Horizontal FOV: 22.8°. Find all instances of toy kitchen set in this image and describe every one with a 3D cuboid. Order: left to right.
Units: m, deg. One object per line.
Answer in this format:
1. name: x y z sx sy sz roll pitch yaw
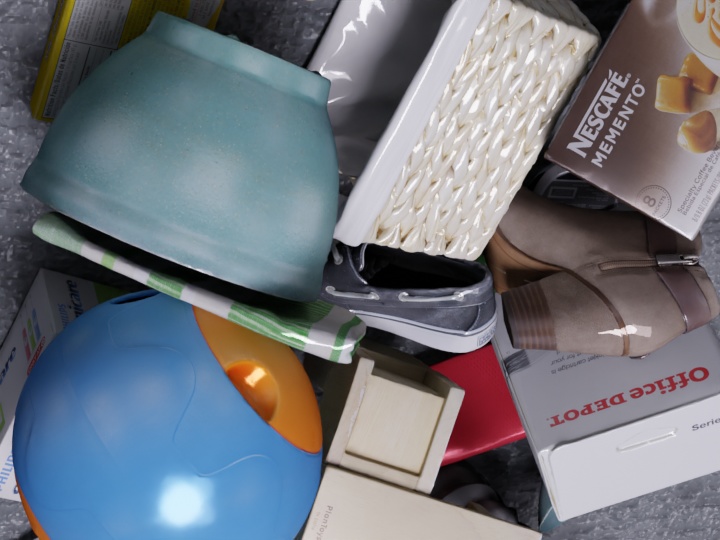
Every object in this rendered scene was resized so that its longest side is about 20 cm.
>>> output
1. toy kitchen set: 0.026 0.168 1.292 0.162 0.180 0.202 19 92 -13

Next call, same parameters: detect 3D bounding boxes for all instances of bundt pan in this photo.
1. bundt pan: 0.104 0.224 1.420 0.076 0.202 0.202 -43 127 0

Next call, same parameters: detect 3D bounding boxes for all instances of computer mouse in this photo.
1. computer mouse: 0.144 -0.013 1.357 0.109 0.044 0.201 4 129 -16

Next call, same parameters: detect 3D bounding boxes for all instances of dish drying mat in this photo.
1. dish drying mat: 0.107 0.094 1.372 0.199 0.018 0.077 -21 85 9

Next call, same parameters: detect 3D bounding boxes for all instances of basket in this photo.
1. basket: 0.050 -0.121 1.189 0.123 0.136 0.201 14 119 -32

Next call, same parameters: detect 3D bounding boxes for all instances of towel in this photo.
1. towel: -0.092 0.007 1.095 0.199 0.153 0.024 24 94 1

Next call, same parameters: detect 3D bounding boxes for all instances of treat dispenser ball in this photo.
1. treat dispenser ball: -0.123 0.112 1.145 0.199 0.201 0.202 -9 127 -13

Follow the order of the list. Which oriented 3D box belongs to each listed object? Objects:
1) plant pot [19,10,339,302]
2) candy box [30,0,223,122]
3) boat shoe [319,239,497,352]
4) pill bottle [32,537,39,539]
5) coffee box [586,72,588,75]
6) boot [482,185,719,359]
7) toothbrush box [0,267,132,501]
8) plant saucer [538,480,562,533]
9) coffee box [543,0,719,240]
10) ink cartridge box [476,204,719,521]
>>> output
1. plant pot: -0.094 -0.079 1.112 0.199 0.200 0.135 20 95 -30
2. candy box: -0.139 -0.179 1.147 0.101 0.026 0.201 9 121 -24
3. boat shoe: 0.000 0.000 1.245 0.199 0.072 0.068 16 139 21
4. pill bottle: -0.201 0.296 1.413 0.111 0.112 0.201 -30 128 4
5. coffee box: 0.271 -0.157 1.251 0.200 0.113 0.080 -43 126 13
6. boot: 0.160 -0.019 1.234 0.145 0.201 0.071 -11 142 -1
7. toothbrush box: -0.165 0.102 1.302 0.199 0.086 0.146 18 116 -27
8. plant saucer: 0.205 0.129 1.439 0.201 0.039 0.201 -39 163 -14
9. coffee box: 0.214 -0.136 1.150 0.114 0.080 0.201 30 99 2
10. ink cartridge box: 0.172 0.061 1.263 0.145 0.201 0.084 -18 133 2
